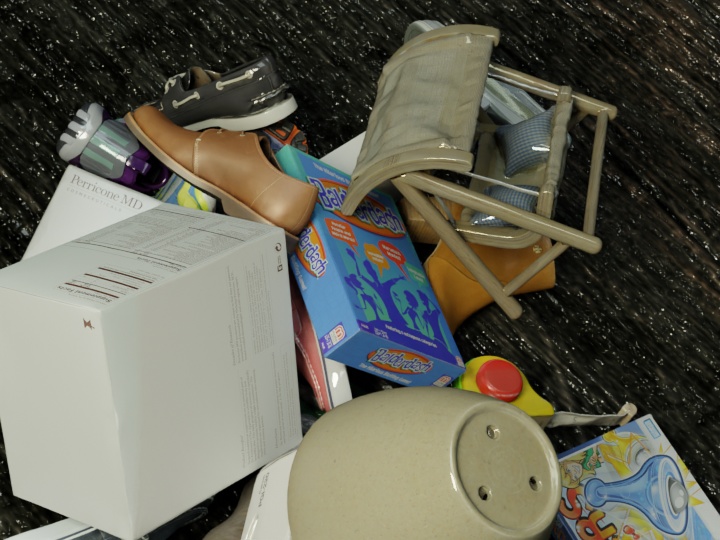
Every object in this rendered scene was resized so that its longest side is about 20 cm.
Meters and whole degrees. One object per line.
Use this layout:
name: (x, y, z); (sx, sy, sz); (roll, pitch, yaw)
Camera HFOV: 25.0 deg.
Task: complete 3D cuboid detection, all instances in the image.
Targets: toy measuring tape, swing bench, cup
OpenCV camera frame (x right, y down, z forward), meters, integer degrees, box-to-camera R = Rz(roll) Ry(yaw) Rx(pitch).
toy measuring tape: (0.149, 0.110, 1.448); (0.199, 0.074, 0.074); (0, 55, -22)
swing bench: (0.107, -0.102, 1.433); (0.200, 0.130, 0.199); (33, 41, -17)
cup: (0.067, 0.167, 1.199); (0.200, 0.143, 0.201); (16, 60, -29)

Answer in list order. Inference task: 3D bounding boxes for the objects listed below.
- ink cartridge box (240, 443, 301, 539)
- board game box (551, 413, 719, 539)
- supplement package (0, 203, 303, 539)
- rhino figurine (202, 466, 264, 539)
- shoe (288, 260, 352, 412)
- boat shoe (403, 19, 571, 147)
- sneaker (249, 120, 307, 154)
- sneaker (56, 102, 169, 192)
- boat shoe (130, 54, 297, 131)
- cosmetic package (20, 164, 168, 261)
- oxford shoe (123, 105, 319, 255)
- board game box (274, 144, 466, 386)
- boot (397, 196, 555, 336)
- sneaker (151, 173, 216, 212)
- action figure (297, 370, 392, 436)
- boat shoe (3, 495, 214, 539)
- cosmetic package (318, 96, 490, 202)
ink cartridge box: (0.007, 0.242, 1.269); (0.199, 0.085, 0.146); (26, 55, -20)
board game box: (0.246, 0.234, 1.394); (0.135, 0.035, 0.200); (-21, 62, -22)
supplement package: (-0.168, 0.073, 1.282); (0.147, 0.192, 0.200); (12, 25, 38)
rhino figurine: (-0.085, 0.232, 1.320); (0.087, 0.060, 0.200); (34, 54, 6)
shoe: (-0.071, 0.047, 1.392); (0.091, 0.072, 0.201); (-16, 60, -6)
boat shoe: (0.125, -0.180, 1.638); (0.202, 0.075, 0.065); (44, 54, 15)
sneaker: (-0.091, -0.037, 1.501); (0.075, 0.078, 0.201); (17, 72, -4)
sneaker: (-0.208, -0.091, 1.459); (0.087, 0.200, 0.075); (33, 92, 6)
boat shoe: (-0.147, -0.162, 1.518); (0.199, 0.061, 0.074); (-1, 27, 43)
cosmetic package: (-0.243, 0.024, 1.390); (0.101, 0.071, 0.201); (21, 75, 7)
oxford shoe: (-0.115, -0.093, 1.365); (0.200, 0.071, 0.071); (34, 93, 22)
board game box: (0.000, 0.000, 1.394); (0.152, 0.045, 0.201); (22, 37, -48)
boot: (0.114, 0.015, 1.503); (0.143, 0.071, 0.202); (4, 59, -15)
sneaker: (-0.186, -0.044, 1.484); (0.104, 0.076, 0.201); (5, 56, -6)
action figure: (0.015, 0.143, 1.408); (0.199, 0.055, 0.118); (22, 52, 0)
boat shoe: (-0.198, 0.237, 1.300); (0.199, 0.071, 0.091); (-20, 70, -19)
cosmetic package: (0.033, -0.106, 1.562); (0.200, 0.083, 0.051); (-34, 67, -27)
